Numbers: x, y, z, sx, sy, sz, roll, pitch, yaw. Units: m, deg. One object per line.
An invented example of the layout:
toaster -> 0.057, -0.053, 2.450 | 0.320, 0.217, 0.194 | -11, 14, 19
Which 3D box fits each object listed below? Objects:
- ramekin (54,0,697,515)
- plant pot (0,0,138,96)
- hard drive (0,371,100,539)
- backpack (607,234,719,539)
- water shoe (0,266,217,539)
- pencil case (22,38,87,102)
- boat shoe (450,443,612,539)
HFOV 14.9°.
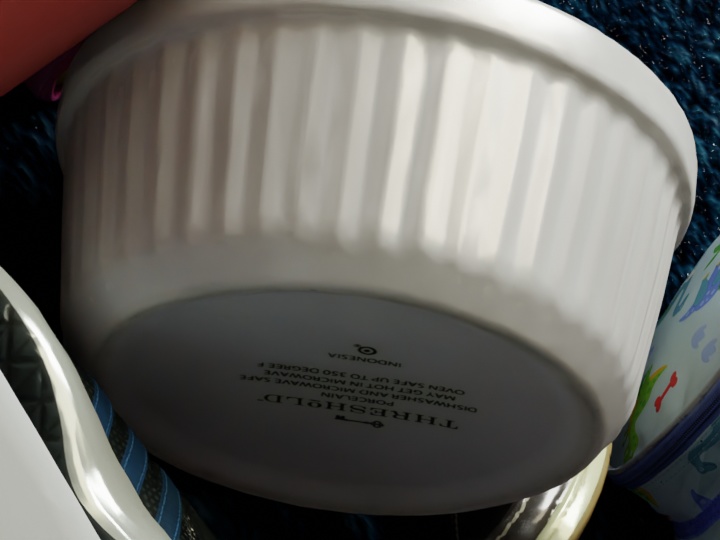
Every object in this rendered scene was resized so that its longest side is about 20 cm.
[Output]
ramekin -> 0.000, 0.000, 0.831 | 0.202, 0.202, 0.095 | 26, 57, -30
plant pot -> -0.096, -0.156, 0.770 | 0.201, 0.177, 0.201 | 59, -11, 19
hard drive -> -0.096, 0.113, 0.604 | 0.132, 0.026, 0.201 | -49, 126, -34
backpack -> 0.176, 0.057, 0.994 | 0.146, 0.183, 0.201 | 31, 40, -9
water shoe -> -0.085, 0.074, 0.779 | 0.200, 0.071, 0.079 | 54, 4, 15
pencil case -> -0.146, -0.152, 0.933 | 0.200, 0.088, 0.088 | 47, 31, -3
boat shoe -> 0.044, 0.047, 0.955 | 0.065, 0.073, 0.200 | 33, 23, -12
